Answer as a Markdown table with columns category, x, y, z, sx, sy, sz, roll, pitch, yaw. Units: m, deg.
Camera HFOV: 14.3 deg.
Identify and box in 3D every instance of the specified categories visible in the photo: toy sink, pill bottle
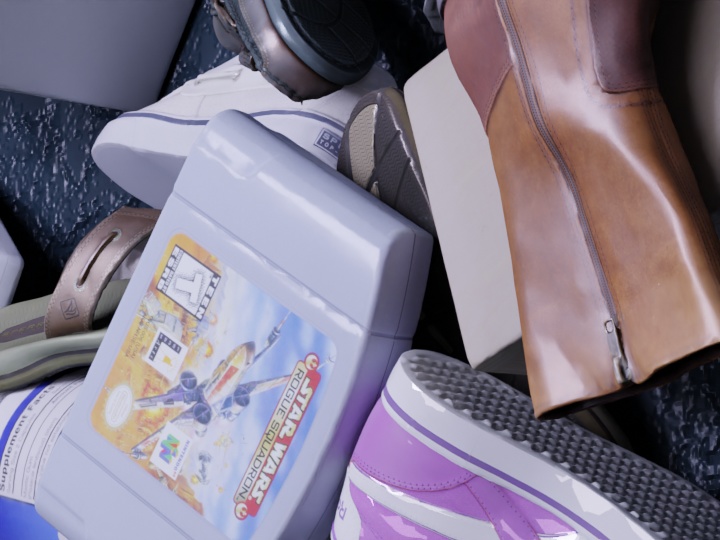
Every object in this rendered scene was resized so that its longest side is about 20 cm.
| category | x | y | z | sx | sy | sz | roll | pitch | yaw |
| --- | --- | --- | --- | --- | --- | --- | --- | --- | --- |
| toy sink | 0.129 | -0.055 | 1.111 | 0.200 | 0.112 | 0.131 | -37 | 58 | 43 |
| pill bottle | -0.110 | 0.102 | 1.345 | 0.200 | 0.112 | 0.112 | 7 | 89 | 48 |

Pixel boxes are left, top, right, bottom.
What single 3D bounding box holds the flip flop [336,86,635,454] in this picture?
| category | x | y | z | sx | sy | sz | roll | pitch | yaw |
| --- | --- | --- | --- | --- | --- | --- | --- | --- | --- |
| flip flop | 0.057 | 0.011 | 1.198 | 0.200 | 0.058 | 0.081 | 54 | 147 | 7 |

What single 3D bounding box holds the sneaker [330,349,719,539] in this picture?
| category | x | y | z | sx | sy | sz | roll | pitch | yaw |
| --- | --- | --- | --- | --- | --- | --- | --- | --- | --- |
| sneaker | 0.080 | 0.127 | 1.132 | 0.200 | 0.073 | 0.114 | 31 | 109 | 19 |

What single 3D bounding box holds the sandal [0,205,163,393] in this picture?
| category | x | y | z | sx | sy | sz | roll | pitch | yaw |
| --- | --- | --- | --- | --- | --- | --- | --- | --- | --- |
| sandal | -0.116 | 0.005 | 1.325 | 0.201 | 0.080 | 0.057 | -19 | 107 | 29 |

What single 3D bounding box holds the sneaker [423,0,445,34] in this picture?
| category | x | y | z | sx | sy | sz | roll | pitch | yaw |
| --- | --- | --- | --- | --- | --- | --- | --- | --- | --- |
| sneaker | 0.116 | -0.152 | 1.175 | 0.200 | 0.104 | 0.060 | -6 | 44 | 14 |

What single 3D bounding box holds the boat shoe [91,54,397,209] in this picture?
| category | x | y | z | sx | sy | sz | roll | pitch | yaw |
| --- | --- | --- | --- | --- | --- | --- | --- | --- | --- |
| boat shoe | -0.052 | -0.068 | 1.351 | 0.200 | 0.071 | 0.070 | -5 | 49 | 56 |

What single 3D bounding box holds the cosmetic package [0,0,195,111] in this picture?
| category | x | y | z | sx | sy | sz | roll | pitch | yaw |
| --- | --- | --- | --- | --- | --- | --- | --- | --- | --- |
| cosmetic package | -0.190 | -0.200 | 1.441 | 0.200 | 0.166 | 0.168 | 39 | 113 | 44 |

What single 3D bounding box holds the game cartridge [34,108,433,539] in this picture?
| category | x | y | z | sx | sy | sz | roll | pitch | yaw |
| --- | --- | --- | --- | --- | --- | --- | --- | --- | --- |
| game cartridge | -0.051 | 0.049 | 1.196 | 0.133 | 0.042 | 0.200 | 36 | 106 | 39 |

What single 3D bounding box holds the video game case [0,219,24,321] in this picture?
| category | x | y | z | sx | sy | sz | roll | pitch | yaw |
| --- | --- | --- | --- | --- | --- | --- | --- | --- | --- |
| video game case | -0.228 | 0.044 | 1.499 | 0.200 | 0.022 | 0.183 | -131 | 59 | -65 |

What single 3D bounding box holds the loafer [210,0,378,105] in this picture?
| category | x | y | z | sx | sy | sz | roll | pitch | yaw |
| --- | --- | --- | --- | --- | --- | --- | --- | --- | --- |
| loafer | -0.038 | -0.119 | 1.291 | 0.063 | 0.072 | 0.200 | -42 | 24 | 19 |

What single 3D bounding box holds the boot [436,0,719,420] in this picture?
| category | x | y | z | sx | sy | sz | roll | pitch | yaw |
| --- | --- | --- | --- | --- | --- | --- | --- | --- | --- |
| boot | 0.097 | -0.066 | 1.009 | 0.188 | 0.068 | 0.200 | -32 | 62 | 44 |
